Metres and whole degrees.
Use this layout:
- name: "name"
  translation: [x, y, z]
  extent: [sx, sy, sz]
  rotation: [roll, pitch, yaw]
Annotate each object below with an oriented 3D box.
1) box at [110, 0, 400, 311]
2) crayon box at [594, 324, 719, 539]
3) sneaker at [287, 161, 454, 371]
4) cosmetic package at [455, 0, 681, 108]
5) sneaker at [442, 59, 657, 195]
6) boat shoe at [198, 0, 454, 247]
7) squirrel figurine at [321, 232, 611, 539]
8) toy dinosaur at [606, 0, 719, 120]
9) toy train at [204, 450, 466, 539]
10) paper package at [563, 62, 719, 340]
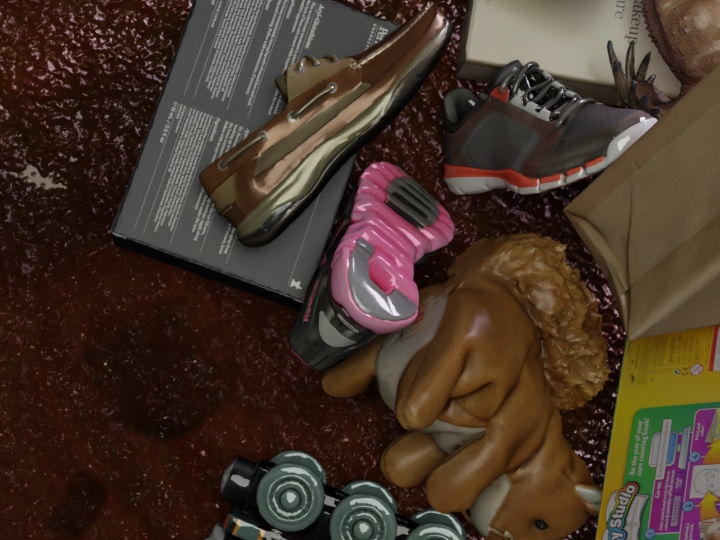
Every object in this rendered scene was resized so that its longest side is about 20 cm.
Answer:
- name: "box"
  translation: [-0.071, -0.091, 1.611]
  extent: [0.140, 0.079, 0.201]
  rotation: [20, 83, -1]
- name: "crayon box"
  translation: [0.223, 0.132, 1.542]
  extent: [0.118, 0.058, 0.201]
  rotation: [-7, 53, 28]
- name: "sneaker"
  translation: [0.000, 0.000, 1.574]
  extent: [0.079, 0.200, 0.095]
  rotation: [40, 120, -5]
- name: "cosmetic package"
  translation: [0.172, -0.171, 1.639]
  extent: [0.198, 0.073, 0.104]
  rotation: [9, 84, -2]
- name: "sneaker"
  translation: [0.114, -0.098, 1.565]
  extent: [0.077, 0.199, 0.082]
  rotation: [-21, 101, -37]
- name: "boat shoe"
  translation: [-0.024, -0.106, 1.543]
  extent: [0.074, 0.076, 0.200]
  rotation: [44, 82, 2]
- name: "squirrel figurine"
  translation: [0.105, 0.084, 1.570]
  extent: [0.187, 0.141, 0.200]
  rotation: [48, 70, -21]
- name: "toy dinosaur"
  translation: [0.217, -0.164, 1.567]
  extent: [0.135, 0.086, 0.202]
  rotation: [-9, 76, 12]
- name: "toy train"
  translation: [-0.010, 0.199, 1.592]
  extent: [0.199, 0.085, 0.115]
  rotation: [22, 93, -2]
- name: "paper package"
  translation: [0.266, -0.051, 1.510]
  extent: [0.199, 0.191, 0.104]
  rotation: [-8, 63, -42]
